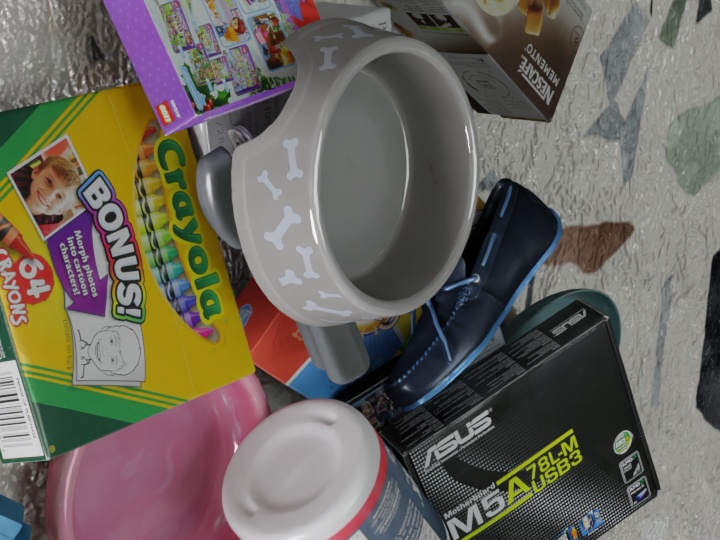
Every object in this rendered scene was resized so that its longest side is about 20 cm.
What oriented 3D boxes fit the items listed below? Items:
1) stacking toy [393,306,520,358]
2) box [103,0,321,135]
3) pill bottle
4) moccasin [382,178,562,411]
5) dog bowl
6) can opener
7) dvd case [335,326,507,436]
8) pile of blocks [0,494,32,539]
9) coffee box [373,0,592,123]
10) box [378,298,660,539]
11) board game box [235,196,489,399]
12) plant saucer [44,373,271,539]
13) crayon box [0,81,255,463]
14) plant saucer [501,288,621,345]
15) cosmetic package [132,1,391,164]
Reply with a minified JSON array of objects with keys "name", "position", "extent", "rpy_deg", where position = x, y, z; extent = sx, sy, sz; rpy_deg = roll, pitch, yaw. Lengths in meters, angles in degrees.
[{"name":"stacking toy","position":[0.039,0.082,1.256],"extent":[0.200,0.085,0.086],"rpy_deg":[-33,123,-33]},{"name":"box","position":[-0.106,-0.198,0.969],"extent":[0.136,0.039,0.201],"rpy_deg":[-26,92,-44]},{"name":"pill bottle","position":[-0.003,0.195,1.107],"extent":[0.120,0.119,0.200],"rpy_deg":[-57,136,-24]},{"name":"moccasin","position":[0.069,0.015,1.136],"extent":[0.068,0.080,0.200],"rpy_deg":[45,59,-14]},{"name":"dog bowl","position":[0.005,-0.061,0.988],"extent":[0.199,0.058,0.202],"rpy_deg":[-9,101,-50]},{"name":"can opener","position":[-0.052,-0.007,1.021],"extent":[0.066,0.053,0.201],"rpy_deg":[-33,121,-11]},{"name":"dvd case","position":[0.070,0.139,1.215],"extent":[0.142,0.018,0.201],"rpy_deg":[-31,124,-15]},{"name":"pile of blocks","position":[-0.226,0.183,0.953],"extent":[0.081,0.062,0.201],"rpy_deg":[-8,114,-5]},{"name":"coffee box","position":[0.097,-0.219,1.241],"extent":[0.200,0.079,0.115],"rpy_deg":[40,68,-47]},{"name":"box","position":[0.131,0.152,1.217],"extent":[0.199,0.047,0.194],"rpy_deg":[-31,126,-15]},{"name":"board game box","position":[0.000,0.000,1.135],"extent":[0.201,0.040,0.153],"rpy_deg":[-54,144,-2]},{"name":"plant saucer","position":[-0.143,0.142,1.060],"extent":[0.200,0.051,0.202],"rpy_deg":[-14,109,-49]},{"name":"crayon box","position":[-0.167,-0.005,0.948],"extent":[0.172,0.058,0.201],"rpy_deg":[-21,98,-45]},{"name":"plant saucer","position":[0.146,0.099,1.304],"extent":[0.199,0.027,0.201],"rpy_deg":[-29,137,-31]},{"name":"cosmetic package","position":[-0.061,-0.120,1.079],"extent":[0.199,0.074,0.102],"rpy_deg":[-26,119,-43]}]
